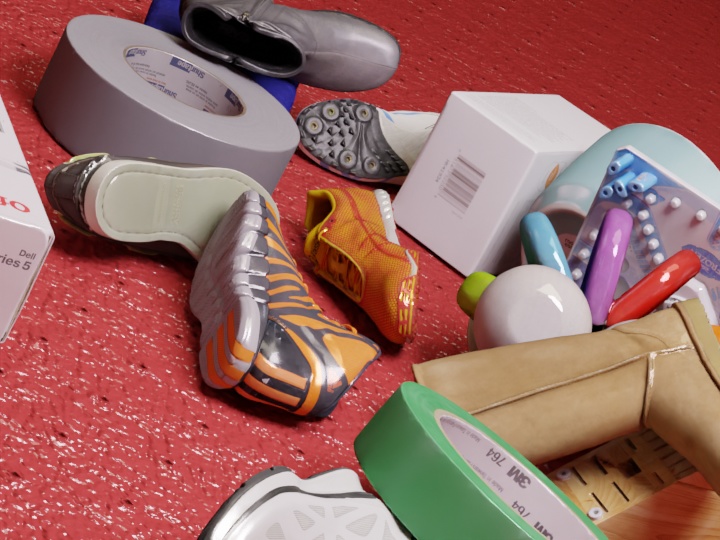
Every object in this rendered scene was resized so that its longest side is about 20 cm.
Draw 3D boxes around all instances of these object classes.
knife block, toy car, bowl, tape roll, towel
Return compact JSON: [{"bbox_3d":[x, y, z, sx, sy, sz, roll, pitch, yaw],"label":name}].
[{"bbox_3d":[0.234,0.179,1.591,0.064,0.199,0.176,52,-15,52],"label":"knife block"},{"bbox_3d":[0.172,0.032,1.654,0.199,0.151,0.175,27,-4,4],"label":"toy car"},{"bbox_3d":[0.204,-0.008,1.844,0.105,0.202,0.201,-19,47,-38],"label":"bowl"},{"bbox_3d":[0.085,0.150,1.372,0.200,0.048,0.200,41,9,-7],"label":"tape roll"},{"bbox_3d":[-0.148,-0.119,1.776,0.199,0.066,0.201,25,20,-10],"label":"tape roll"},{"bbox_3d":[-0.125,-0.171,1.975,0.147,0.050,0.200,23,18,-6],"label":"towel"}]

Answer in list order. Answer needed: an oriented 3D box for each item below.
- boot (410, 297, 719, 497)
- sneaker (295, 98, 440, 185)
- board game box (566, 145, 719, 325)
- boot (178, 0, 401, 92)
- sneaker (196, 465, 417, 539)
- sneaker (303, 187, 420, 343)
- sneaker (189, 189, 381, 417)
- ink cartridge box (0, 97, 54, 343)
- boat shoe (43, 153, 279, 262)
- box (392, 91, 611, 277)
[{"bbox_3d":[0.149,0.108,1.501,0.199,0.066,0.176,-14,43,-4],"label":"boot"},{"bbox_3d":[0.023,-0.107,2.006,0.199,0.072,0.072,6,-9,-34],"label":"sneaker"},{"bbox_3d":[0.235,0.039,1.725,0.199,0.201,0.026,35,38,18],"label":"board game box"},{"bbox_3d":[-0.056,-0.179,1.891,0.198,0.070,0.132,11,14,-11],"label":"boot"},{"bbox_3d":[-0.010,0.165,1.238,0.115,0.076,0.200,34,17,21],"label":"sneaker"},{"bbox_3d":[0.000,0.000,1.710,0.077,0.074,0.200,-1,24,-14],"label":"sneaker"},{"bbox_3d":[-0.049,0.032,1.534,0.112,0.078,0.201,27,32,-21],"label":"sneaker"},{"bbox_3d":[-0.281,-0.055,1.400,0.145,0.084,0.200,18,22,-27],"label":"ink cartridge box"},{"bbox_3d":[-0.134,-0.045,1.600,0.060,0.072,0.201,14,0,36],"label":"boat shoe"},{"bbox_3d":[0.132,-0.075,1.965,0.097,0.125,0.200,37,20,25],"label":"box"}]
